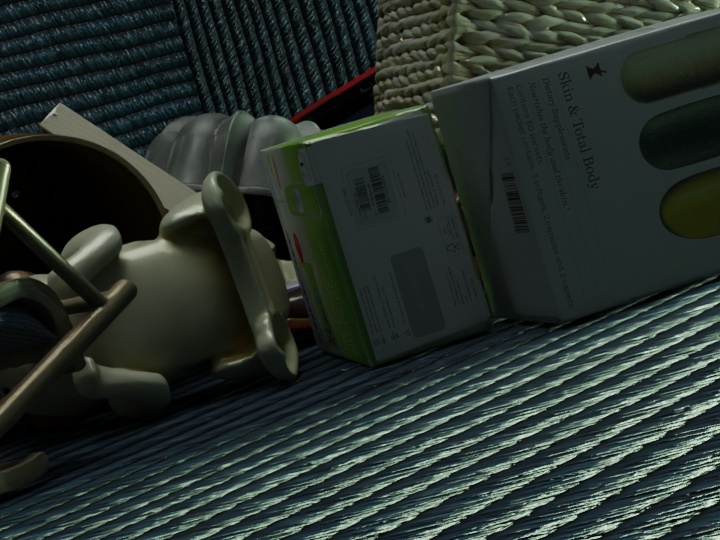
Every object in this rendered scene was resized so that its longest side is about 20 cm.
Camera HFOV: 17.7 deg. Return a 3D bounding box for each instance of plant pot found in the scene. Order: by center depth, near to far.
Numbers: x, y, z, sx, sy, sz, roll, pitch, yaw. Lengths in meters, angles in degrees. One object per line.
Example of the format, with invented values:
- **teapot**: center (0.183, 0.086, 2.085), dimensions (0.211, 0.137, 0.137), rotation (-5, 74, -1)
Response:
- **plant pot**: center (-0.250, -0.022, 1.649), dimensions (0.186, 0.187, 0.200), rotation (-17, 19, -17)

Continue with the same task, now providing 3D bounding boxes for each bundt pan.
- **bundt pan**: center (-0.078, -0.068, 1.777), dimensions (0.202, 0.076, 0.202), rotation (6, -13, 1)

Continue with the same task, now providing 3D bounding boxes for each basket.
- **basket**: center (0.119, -0.146, 1.574), dimensions (0.198, 0.161, 0.200), rotation (7, -1, -15)

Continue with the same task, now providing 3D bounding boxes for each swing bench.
- **swing bench**: center (-0.270, 0.064, 1.355), dimensions (0.199, 0.130, 0.200), rotation (-11, 45, 39)

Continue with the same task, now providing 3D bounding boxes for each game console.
- **game console**: center (0.064, -0.114, 1.849), dimensions (0.172, 0.119, 0.200), rotation (-30, -4, 19)

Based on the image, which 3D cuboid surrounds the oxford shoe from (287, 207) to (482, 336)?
- **oxford shoe**: center (0.000, 0.000, 1.702), dimensions (0.200, 0.073, 0.071), rotation (-19, 5, -35)

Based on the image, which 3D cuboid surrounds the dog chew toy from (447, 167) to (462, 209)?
- **dog chew toy**: center (0.041, -0.045, 1.885), dimensions (0.124, 0.125, 0.200), rotation (-17, 12, -9)

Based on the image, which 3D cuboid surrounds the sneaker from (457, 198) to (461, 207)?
- **sneaker**: center (0.173, -0.061, 1.777), dimensions (0.200, 0.083, 0.072), rotation (-16, 5, -1)

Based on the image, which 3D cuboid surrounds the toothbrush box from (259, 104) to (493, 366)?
- **toothbrush box**: center (0.006, -0.023, 1.491), dimensions (0.086, 0.146, 0.200), rotation (-17, 5, -8)

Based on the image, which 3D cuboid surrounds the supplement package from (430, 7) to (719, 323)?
- **supplement package**: center (0.171, -0.069, 1.409), dimensions (0.200, 0.152, 0.151), rotation (-17, 4, -11)

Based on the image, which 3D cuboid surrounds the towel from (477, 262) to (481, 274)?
- **towel**: center (0.198, -0.037, 1.623), dimensions (0.171, 0.048, 0.200), rotation (-14, 5, 34)

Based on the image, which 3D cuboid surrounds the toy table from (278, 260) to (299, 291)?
- **toy table**: center (-0.076, -0.025, 2.046), dimensions (0.200, 0.117, 0.184), rotation (-17, 4, 0)

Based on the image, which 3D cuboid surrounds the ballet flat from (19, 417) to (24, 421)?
- **ballet flat**: center (-0.238, 0.082, 1.704), dimensions (0.200, 0.068, 0.072), rotation (-23, -12, -31)

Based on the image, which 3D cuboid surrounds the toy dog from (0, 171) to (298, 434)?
- **toy dog**: center (-0.155, 0.026, 1.510), dimensions (0.200, 0.140, 0.194), rotation (-20, 9, 5)

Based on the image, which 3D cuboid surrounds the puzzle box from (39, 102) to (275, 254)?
- **puzzle box**: center (-0.145, -0.032, 1.697), dimensions (0.025, 0.200, 0.133), rotation (-50, -17, -22)
